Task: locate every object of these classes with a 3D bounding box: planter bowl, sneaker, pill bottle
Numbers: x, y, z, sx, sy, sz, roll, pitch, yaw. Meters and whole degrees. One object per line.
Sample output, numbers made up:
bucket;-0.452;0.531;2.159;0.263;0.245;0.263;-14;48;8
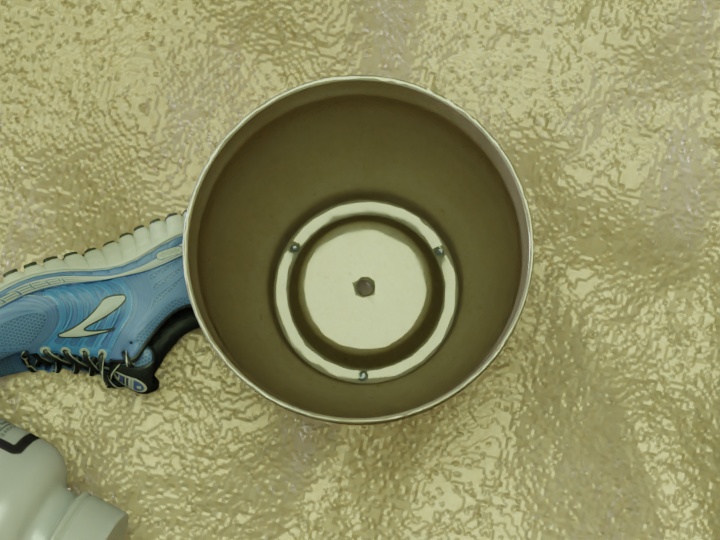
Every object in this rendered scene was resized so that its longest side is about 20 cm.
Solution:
planter bowl;0.000;0.000;1.676;0.199;0.135;0.202;0;78;1
sneaker;-0.161;0.036;1.709;0.199;0.079;0.090;-21;76;-1
pill bottle;-0.242;0.134;1.677;0.199;0.111;0.112;27;82;7
